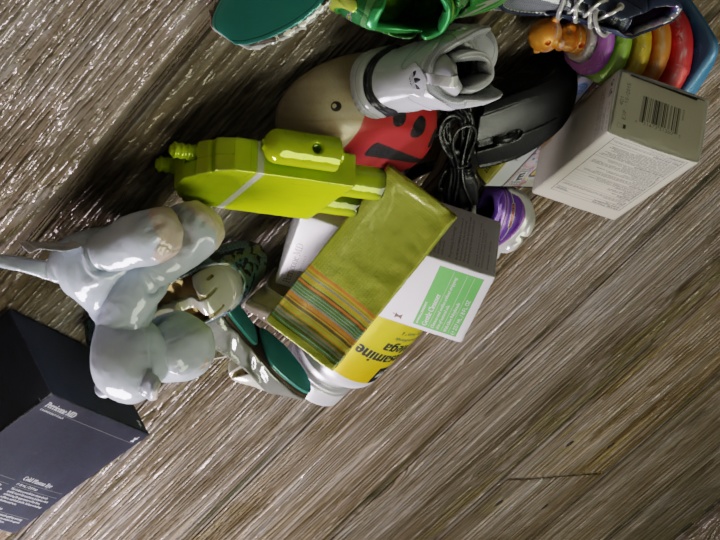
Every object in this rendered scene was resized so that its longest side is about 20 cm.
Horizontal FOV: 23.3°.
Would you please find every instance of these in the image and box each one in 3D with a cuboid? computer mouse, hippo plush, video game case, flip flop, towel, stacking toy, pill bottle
[{"bbox_3d":[0.158,-0.145,1.741,0.200,0.053,0.139,-41,145,-27],"label":"computer mouse"},{"bbox_3d":[-0.193,0.034,1.547,0.199,0.162,0.159,-14,180,-38],"label":"hippo plush"},{"bbox_3d":[0.243,-0.158,1.915,0.199,0.026,0.181,-2,140,-47],"label":"video game case"},{"bbox_3d":[0.083,-0.117,1.778,0.201,0.057,0.081,-58,156,14],"label":"flip flop"},{"bbox_3d":[0.000,0.000,1.664,0.200,0.086,0.018,-51,-167,18],"label":"towel"},{"bbox_3d":[0.243,-0.224,1.732,0.199,0.110,0.116,3,135,-34],"label":"stacking toy"},{"bbox_3d":[0.002,0.056,1.919,0.112,0.113,0.200,2,139,-50],"label":"pill bottle"}]

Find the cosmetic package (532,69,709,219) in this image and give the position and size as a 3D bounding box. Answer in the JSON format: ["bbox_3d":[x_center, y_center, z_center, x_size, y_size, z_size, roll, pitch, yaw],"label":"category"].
[{"bbox_3d":[0.260,-0.124,1.765,0.105,0.072,0.200,18,161,-13],"label":"cosmetic package"}]

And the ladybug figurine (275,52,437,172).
[{"bbox_3d":[0.006,-0.137,1.629,0.199,0.072,0.136,4,136,-52],"label":"ladybug figurine"}]

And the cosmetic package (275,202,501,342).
[{"bbox_3d":[0.027,-0.018,1.726,0.199,0.085,0.108,16,136,-6],"label":"cosmetic package"}]

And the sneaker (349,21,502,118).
[{"bbox_3d":[0.090,-0.182,1.560,0.114,0.076,0.199,-1,-164,40],"label":"sneaker"}]

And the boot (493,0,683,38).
[{"bbox_3d":[0.208,-0.257,1.624,0.199,0.091,0.073,-17,151,-29],"label":"boot"}]

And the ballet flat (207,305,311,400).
[{"bbox_3d":[-0.125,0.083,1.846,0.063,0.068,0.200,-28,136,13],"label":"ballet flat"}]

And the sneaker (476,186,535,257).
[{"bbox_3d":[0.105,-0.025,1.965,0.083,0.081,0.200,24,114,-41],"label":"sneaker"}]

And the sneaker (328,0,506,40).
[{"bbox_3d":[0.061,-0.231,1.505,0.199,0.084,0.074,-13,139,-37],"label":"sneaker"}]

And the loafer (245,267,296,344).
[{"bbox_3d":[-0.066,0.022,1.793,0.068,0.075,0.200,-56,-178,9],"label":"loafer"}]

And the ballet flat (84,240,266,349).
[{"bbox_3d":[-0.175,0.037,1.721,0.199,0.074,0.074,-30,155,-8],"label":"ballet flat"}]

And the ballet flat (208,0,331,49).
[{"bbox_3d":[-0.031,-0.247,1.405,0.200,0.072,0.072,-38,154,11],"label":"ballet flat"}]

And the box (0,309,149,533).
[{"bbox_3d":[-0.341,0.153,1.711,0.182,0.104,0.200,-35,155,8],"label":"box"}]

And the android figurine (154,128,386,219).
[{"bbox_3d":[-0.084,-0.085,1.571,0.199,0.041,0.182,8,165,-19],"label":"android figurine"}]
